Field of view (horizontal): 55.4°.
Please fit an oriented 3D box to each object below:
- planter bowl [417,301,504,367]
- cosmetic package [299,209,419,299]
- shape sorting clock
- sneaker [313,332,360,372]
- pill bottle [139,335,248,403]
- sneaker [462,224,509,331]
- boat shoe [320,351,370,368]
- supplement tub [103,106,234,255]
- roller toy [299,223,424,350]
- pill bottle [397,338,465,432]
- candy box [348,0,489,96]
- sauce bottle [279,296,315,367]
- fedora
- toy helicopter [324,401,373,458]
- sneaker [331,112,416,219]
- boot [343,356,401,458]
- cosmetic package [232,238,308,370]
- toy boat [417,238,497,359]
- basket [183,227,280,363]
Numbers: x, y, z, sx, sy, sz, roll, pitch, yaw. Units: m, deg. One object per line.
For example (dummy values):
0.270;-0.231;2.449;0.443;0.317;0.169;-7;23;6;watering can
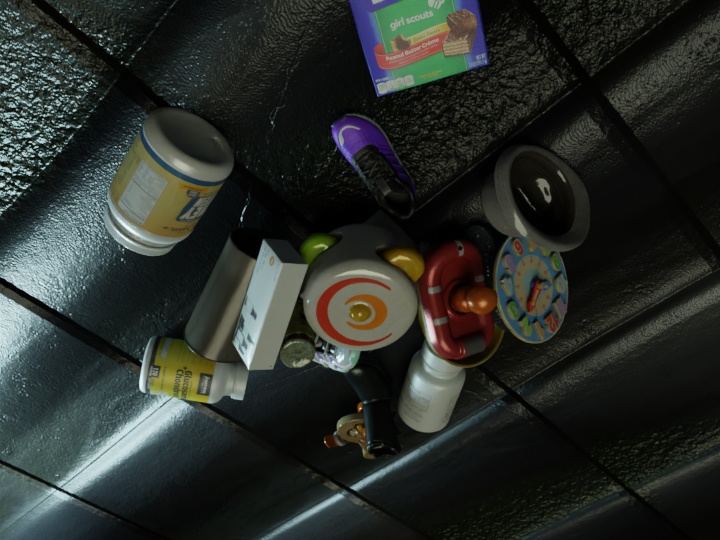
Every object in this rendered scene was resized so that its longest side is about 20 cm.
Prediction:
0.167;0.076;1.255;0.200;0.201;0.083;33;159;-24;planter bowl
0.000;0.000;1.220;0.200;0.081;0.113;-37;118;26;cosmetic package
0.301;0.026;1.190;0.039;0.201;0.200;-4;140;49;shape sorting clock
-0.095;0.132;1.259;0.139;0.078;0.200;20;166;-28;sneaker
-0.323;0.199;1.349;0.199;0.112;0.112;11;127;-10;pill bottle
0.245;0.006;1.234;0.070;0.082;0.201;-16;100;37;sneaker
-0.015;0.140;1.343;0.075;0.060;0.200;34;120;-25;boat shoe
-0.302;-0.134;1.066;0.144;0.145;0.200;28;123;-22;supplement tub
0.003;0.032;1.108;0.199;0.140;0.183;-2;126;2;roller toy
0.148;0.220;1.377;0.114;0.115;0.201;7;128;-7;pill bottle
0.075;-0.364;0.938;0.168;0.077;0.201;-14;126;10;candy box
-0.117;0.086;1.208;0.064;0.200;0.065;-5;123;-7;sauce bottle
0.271;-0.110;1.114;0.199;0.178;0.090;15;158;-31;fedora
-0.001;0.374;1.524;0.132;0.079;0.200;-18;139;4;toy helicopter
0.031;-0.158;1.083;0.069;0.100;0.200;-32;123;20;sneaker
0.023;0.274;1.355;0.073;0.163;0.198;-15;148;18;boot
-0.150;0.056;1.109;0.050;0.083;0.201;2;118;-37;cosmetic package
0.175;0.045;1.135;0.130;0.131;0.201;-14;92;-30;toy boat
-0.206;0.037;1.207;0.136;0.180;0.201;33;116;13;basket
